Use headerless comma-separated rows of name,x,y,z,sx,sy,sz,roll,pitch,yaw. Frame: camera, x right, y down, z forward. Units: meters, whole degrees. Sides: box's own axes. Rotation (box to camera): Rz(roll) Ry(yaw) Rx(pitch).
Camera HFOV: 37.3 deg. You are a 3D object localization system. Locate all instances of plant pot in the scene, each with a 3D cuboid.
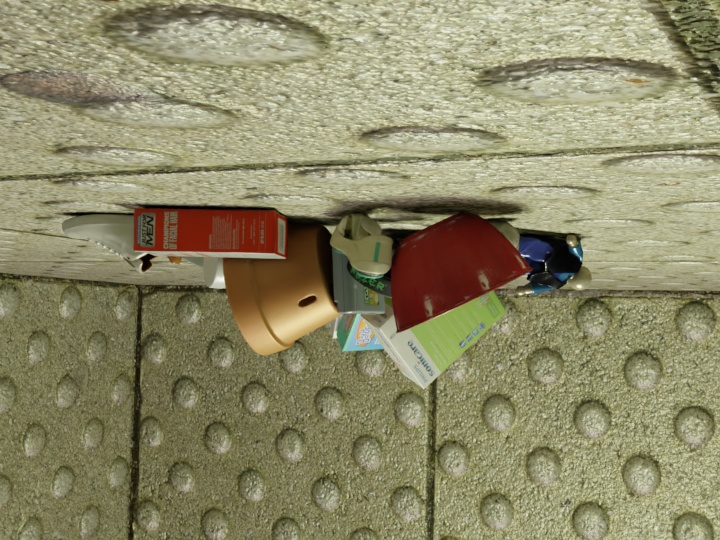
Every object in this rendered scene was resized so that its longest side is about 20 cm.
plant pot,-0.105,0.014,1.619,0.138,0.203,0.200,-15,173,14

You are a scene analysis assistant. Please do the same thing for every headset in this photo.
headset,0.067,-0.014,1.547,0.123,0.095,0.199,31,-158,27

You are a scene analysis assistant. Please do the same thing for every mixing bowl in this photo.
mixing bowl,0.116,-0.008,1.398,0.198,0.110,0.200,-24,179,-1

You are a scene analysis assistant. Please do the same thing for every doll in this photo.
doll,0.288,-0.006,1.683,0.198,0.049,0.137,14,128,-34

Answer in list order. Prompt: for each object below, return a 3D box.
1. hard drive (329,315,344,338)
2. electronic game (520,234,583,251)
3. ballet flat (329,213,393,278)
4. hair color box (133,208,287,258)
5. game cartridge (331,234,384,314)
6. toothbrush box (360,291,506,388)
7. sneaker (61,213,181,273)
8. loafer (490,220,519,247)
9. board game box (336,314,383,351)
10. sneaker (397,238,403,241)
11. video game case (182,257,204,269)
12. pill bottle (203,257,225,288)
hard drive,0.048,0.058,1.918,0.197,0.026,0.133,-8,138,-17
electronic game,0.271,-0.030,1.782,0.197,0.042,0.200,4,169,1
ballet flat,0.003,-0.044,1.441,0.068,0.071,0.200,3,-167,-16
hair color box,-0.207,-0.051,1.494,0.197,0.065,0.111,0,178,4
game cartridge,0.000,0.000,1.642,0.040,0.136,0.200,-7,176,15
toothbrush box,0.124,0.072,1.801,0.146,0.200,0.086,52,169,-25
sneaker,-0.357,-0.040,1.593,0.197,0.086,0.073,3,179,14
loafer,0.184,-0.039,1.573,0.070,0.070,0.200,-42,-175,-21
board game box,0.070,0.074,1.890,0.197,0.045,0.153,-1,137,-24
sneaker,0.090,-0.024,1.774,0.106,0.068,0.201,-8,-176,-3
video game case,-0.260,-0.010,1.986,0.198,0.024,0.182,25,-176,18
pill bottle,-0.157,-0.008,1.787,0.197,0.113,0.111,3,176,-24
